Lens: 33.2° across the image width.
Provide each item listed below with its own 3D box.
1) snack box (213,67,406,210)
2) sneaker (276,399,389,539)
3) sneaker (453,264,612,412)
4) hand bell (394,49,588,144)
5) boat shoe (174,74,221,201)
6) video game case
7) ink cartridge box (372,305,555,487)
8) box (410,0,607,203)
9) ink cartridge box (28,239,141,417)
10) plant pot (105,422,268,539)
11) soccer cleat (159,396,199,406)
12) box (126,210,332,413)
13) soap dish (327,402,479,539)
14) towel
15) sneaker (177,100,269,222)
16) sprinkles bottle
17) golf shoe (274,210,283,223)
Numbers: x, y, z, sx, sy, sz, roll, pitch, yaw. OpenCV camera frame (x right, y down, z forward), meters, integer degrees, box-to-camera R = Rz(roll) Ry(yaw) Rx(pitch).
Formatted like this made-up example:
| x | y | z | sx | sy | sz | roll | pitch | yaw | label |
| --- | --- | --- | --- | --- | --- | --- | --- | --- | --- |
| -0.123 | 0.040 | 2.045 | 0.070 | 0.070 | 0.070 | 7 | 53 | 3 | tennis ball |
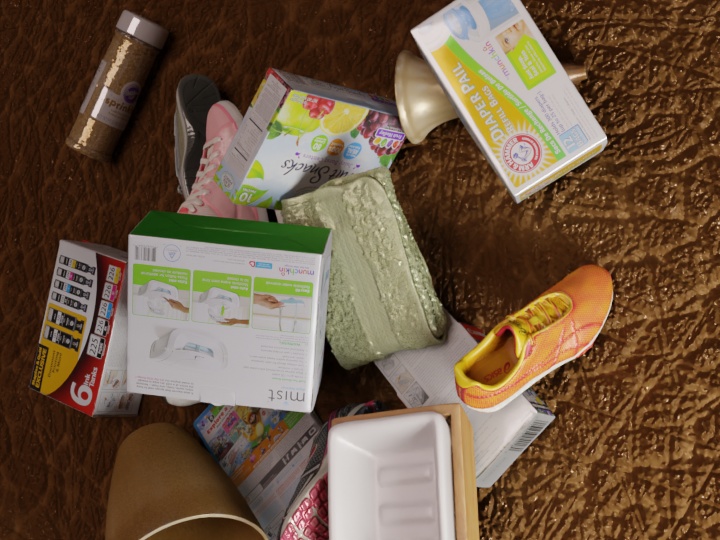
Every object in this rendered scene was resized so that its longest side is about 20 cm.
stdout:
| x | y | z | sx | sy | sz | roll | pitch | yaw | label |
| --- | --- | --- | --- | --- | --- | --- | --- | --- | --- |
| -0.048 | -0.133 | 1.327 | 0.053 | 0.199 | 0.143 | 47 | 117 | 35 | snack box |
| -0.032 | 0.228 | 1.299 | 0.074 | 0.081 | 0.200 | -9 | 35 | 42 | sneaker |
| 0.177 | 0.063 | 1.195 | 0.200 | 0.077 | 0.073 | -42 | 60 | -13 | sneaker |
| 0.147 | -0.200 | 1.310 | 0.199 | 0.104 | 0.105 | -4 | 77 | 20 | hand bell |
| -0.202 | -0.147 | 1.536 | 0.065 | 0.074 | 0.203 | 135 | 126 | -62 | boat shoe |
| -0.105 | 0.209 | 1.421 | 0.143 | 0.018 | 0.200 | -48 | 59 | 18 | video game case |
| 0.101 | 0.119 | 1.281 | 0.109 | 0.050 | 0.200 | -50 | 57 | 16 | ink cartridge box |
| 0.151 | -0.181 | 1.225 | 0.112 | 0.101 | 0.201 | -33 | 85 | 7 | box |
| -0.354 | 0.069 | 1.568 | 0.175 | 0.084 | 0.201 | 15 | 95 | 36 | ink cartridge box |
| -0.218 | 0.279 | 1.401 | 0.187 | 0.186 | 0.200 | -49 | 38 | 16 | plant pot |
| -0.205 | 0.072 | 1.496 | 0.086 | 0.070 | 0.201 | -2 | 67 | 2 | soccer cleat |
| -0.136 | 0.043 | 1.254 | 0.199 | 0.097 | 0.178 | 5 | 109 | 4 | box |
| 0.046 | 0.242 | 1.210 | 0.157 | 0.081 | 0.201 | -12 | 71 | 33 | soap dish |
| 0.000 | 0.000 | 1.281 | 0.148 | 0.036 | 0.201 | -18 | 95 | 31 | towel |
| -0.177 | -0.103 | 1.454 | 0.075 | 0.104 | 0.202 | -17 | 85 | 63 | sneaker |
| -0.331 | -0.249 | 1.638 | 0.068 | 0.068 | 0.201 | 31 | 98 | 34 | sprinkles bottle |
| -0.087 | -0.122 | 1.456 | 0.091 | 0.075 | 0.201 | -22 | 68 | 52 | golf shoe |
